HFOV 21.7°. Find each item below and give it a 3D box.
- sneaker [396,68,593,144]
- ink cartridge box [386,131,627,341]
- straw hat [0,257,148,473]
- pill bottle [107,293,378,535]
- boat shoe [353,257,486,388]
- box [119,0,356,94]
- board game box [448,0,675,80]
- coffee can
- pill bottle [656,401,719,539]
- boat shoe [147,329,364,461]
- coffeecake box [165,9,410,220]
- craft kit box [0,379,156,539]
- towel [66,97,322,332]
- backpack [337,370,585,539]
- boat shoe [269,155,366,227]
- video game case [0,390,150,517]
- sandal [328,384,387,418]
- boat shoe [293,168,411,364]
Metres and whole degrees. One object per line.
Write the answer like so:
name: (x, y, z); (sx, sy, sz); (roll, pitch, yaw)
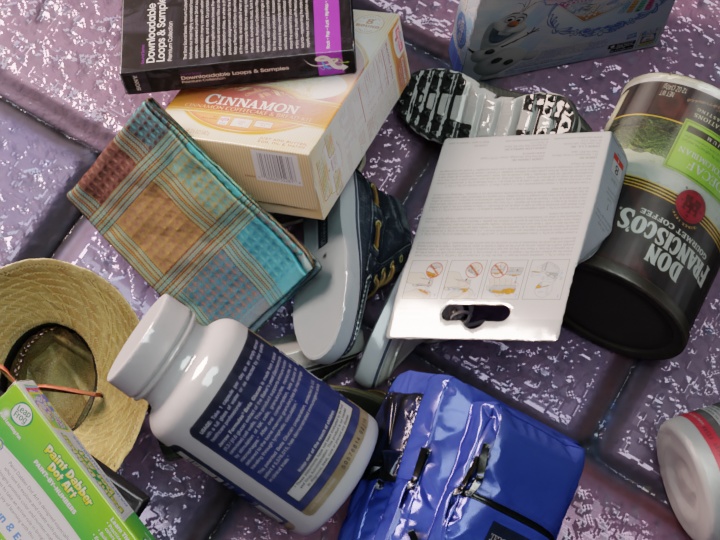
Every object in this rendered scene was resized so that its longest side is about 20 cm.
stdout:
sneaker: (0.123, -0.130, 1.671); (0.199, 0.090, 0.067); (15, 86, 35)
ink cartridge box: (0.123, -0.020, 1.541); (0.161, 0.050, 0.201); (0, 60, 31)
straw hat: (-0.252, 0.092, 1.549); (0.199, 0.085, 0.203); (0, 88, 10)
pill bottle: (-0.094, 0.108, 1.461); (0.199, 0.111, 0.112); (36, 68, -12)
boat shoe: (0.070, 0.029, 1.614); (0.086, 0.075, 0.203); (28, 59, 4)
box: (-0.105, -0.222, 1.595); (0.198, 0.036, 0.144); (-4, 56, 2)
board game box: (0.187, -0.247, 1.660); (0.198, 0.199, 0.044); (-12, 69, -10)
coffee can: (0.250, -0.047, 1.613); (0.146, 0.147, 0.201); (26, 68, 6)
pill bottle: (0.357, 0.149, 1.562); (0.198, 0.111, 0.111); (-17, 70, -10)
boat shoe: (-0.084, 0.102, 1.577); (0.199, 0.071, 0.064); (-20, 103, -20)
coffeecake box: (-0.065, -0.142, 1.608); (0.152, 0.073, 0.201); (8, 44, 23)
craft kit box: (-0.274, 0.224, 1.460); (0.197, 0.048, 0.200); (-40, 83, 9)
towel: (-0.143, -0.031, 1.567); (0.200, 0.147, 0.022); (45, 37, -2)
backpack: (0.073, 0.198, 1.474); (0.162, 0.168, 0.201); (28, 79, -19)
boat shoe: (-0.081, -0.075, 1.645); (0.199, 0.060, 0.072); (-26, 71, -14)
video game case: (-0.296, 0.201, 1.497); (0.199, 0.025, 0.181); (33, 94, 9)
sandal: (0.020, 0.135, 1.573); (0.199, 0.057, 0.081); (5, 98, -20)
boat shoe: (0.000, 0.000, 1.588); (0.091, 0.071, 0.202); (28, 48, -33)
